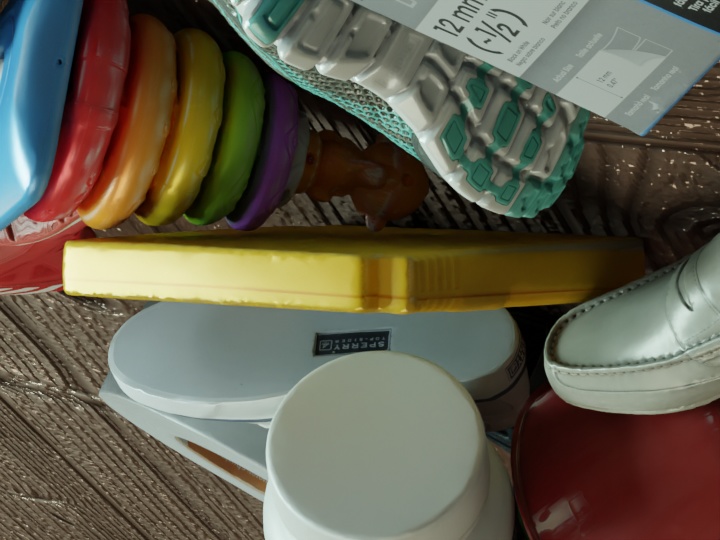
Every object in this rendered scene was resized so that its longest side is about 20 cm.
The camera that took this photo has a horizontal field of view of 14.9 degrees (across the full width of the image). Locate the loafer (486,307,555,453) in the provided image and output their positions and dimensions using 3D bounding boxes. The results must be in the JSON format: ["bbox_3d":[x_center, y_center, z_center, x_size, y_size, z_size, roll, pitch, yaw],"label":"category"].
[{"bbox_3d":[0.088,0.059,1.338,0.200,0.068,0.070,22,165,5],"label":"loafer"}]

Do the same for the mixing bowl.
[{"bbox_3d":[0.179,0.093,1.225,0.200,0.200,0.108,28,128,-17],"label":"mixing bowl"}]

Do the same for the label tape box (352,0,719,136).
[{"bbox_3d":[0.043,-0.134,0.948,0.200,0.066,0.143,22,157,-9],"label":"label tape box"}]

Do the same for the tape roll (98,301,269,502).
[{"bbox_3d":[-0.036,0.084,1.435,0.200,0.066,0.200,28,170,5],"label":"tape roll"}]

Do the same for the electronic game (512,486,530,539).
[{"bbox_3d":[0.167,0.139,1.348,0.199,0.042,0.200,9,-158,-3],"label":"electronic game"}]

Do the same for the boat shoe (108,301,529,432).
[{"bbox_3d":[-0.019,0.054,1.295,0.199,0.074,0.065,3,140,17],"label":"boat shoe"}]

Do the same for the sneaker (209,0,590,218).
[{"bbox_3d":[0.009,-0.091,1.090,0.200,0.078,0.091,36,173,-35],"label":"sneaker"}]

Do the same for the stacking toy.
[{"bbox_3d":[-0.063,-0.058,1.190,0.200,0.116,0.110,13,166,-19],"label":"stacking toy"}]

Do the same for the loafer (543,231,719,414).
[{"bbox_3d":[0.159,0.007,1.139,0.200,0.070,0.070,-19,132,28],"label":"loafer"}]

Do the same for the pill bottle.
[{"bbox_3d":[0.016,0.128,1.249,0.113,0.113,0.200,14,149,15],"label":"pill bottle"}]

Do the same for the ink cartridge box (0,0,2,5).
[{"bbox_3d":[-0.253,-0.138,1.181,0.200,0.067,0.116,24,157,-8],"label":"ink cartridge box"}]

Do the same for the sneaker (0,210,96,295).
[{"bbox_3d":[-0.153,-0.040,1.347,0.200,0.079,0.115,-20,170,37],"label":"sneaker"}]

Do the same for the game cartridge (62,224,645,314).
[{"bbox_3d":[0.000,0.000,1.200,0.176,0.033,0.200,3,-175,36],"label":"game cartridge"}]
